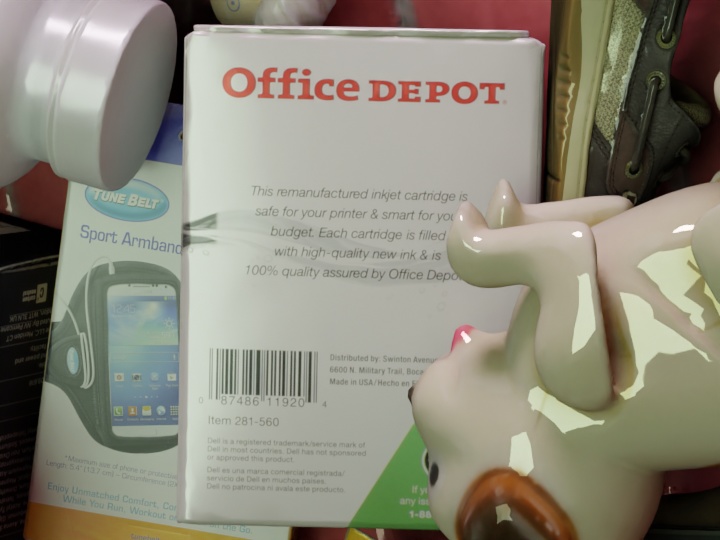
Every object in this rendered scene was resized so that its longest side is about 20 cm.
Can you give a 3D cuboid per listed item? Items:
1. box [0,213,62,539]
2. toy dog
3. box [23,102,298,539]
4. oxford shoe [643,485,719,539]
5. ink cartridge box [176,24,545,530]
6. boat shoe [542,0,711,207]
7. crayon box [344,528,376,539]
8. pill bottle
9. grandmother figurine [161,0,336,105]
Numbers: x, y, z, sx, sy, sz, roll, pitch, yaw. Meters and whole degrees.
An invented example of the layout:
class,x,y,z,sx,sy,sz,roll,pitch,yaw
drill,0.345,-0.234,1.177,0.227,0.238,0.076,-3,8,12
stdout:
class,x,y,z,sx,sy,sz,roll,pitch,yaw
box,-0.206,0.072,1.283,0.147,0.104,0.201,14,102,27
toy dog,0.109,0.036,1.042,0.200,0.140,0.194,-37,101,14
box,-0.074,0.028,1.217,0.118,0.041,0.201,10,99,4
oxford shoe,0.193,0.082,1.088,0.199,0.073,0.085,-13,62,35
ink cartridge box,0.000,0.000,1.140,0.145,0.084,0.201,2,96,0
boat shoe,0.107,-0.064,1.108,0.066,0.072,0.202,2,109,0
crayon box,0.021,0.220,1.201,0.125,0.051,0.201,30,110,23
pill bottle,-0.183,-0.098,1.161,0.199,0.112,0.113,17,104,13
grandmother figurine,-0.097,-0.117,1.227,0.199,0.060,0.122,0,104,32
